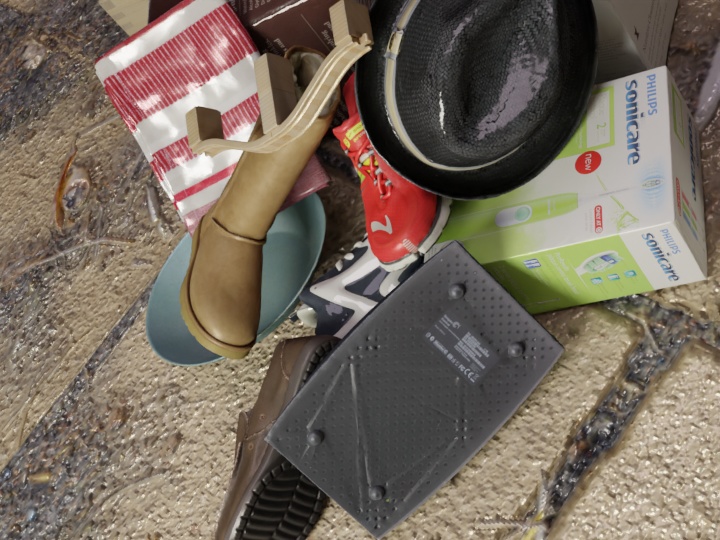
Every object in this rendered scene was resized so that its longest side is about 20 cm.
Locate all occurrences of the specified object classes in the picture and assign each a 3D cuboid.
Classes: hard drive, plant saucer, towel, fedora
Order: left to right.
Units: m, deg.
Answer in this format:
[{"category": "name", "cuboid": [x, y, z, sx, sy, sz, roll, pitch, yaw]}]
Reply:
[{"category": "towel", "cuboid": [-0.132, -0.131, 1.184, 0.144, 0.200, 0.023, -28, 5, 21]}, {"category": "plant saucer", "cuboid": [-0.103, 0.009, 1.200, 0.201, 0.039, 0.201, -25, 42, 24]}, {"category": "hard drive", "cuboid": [0.038, 0.086, 0.999, 0.200, 0.135, 0.042, -46, 15, 2]}, {"category": "fedora", "cuboid": [0.093, -0.146, 0.957, 0.201, 0.201, 0.092, -44, 14, 0]}]

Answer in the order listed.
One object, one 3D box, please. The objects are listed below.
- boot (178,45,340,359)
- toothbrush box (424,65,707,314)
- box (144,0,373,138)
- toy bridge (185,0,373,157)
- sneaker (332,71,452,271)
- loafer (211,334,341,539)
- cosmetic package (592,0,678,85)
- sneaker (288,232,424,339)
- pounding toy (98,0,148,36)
[{"category": "boot", "cuboid": [-0.079, -0.055, 1.076, 0.200, 0.066, 0.175, -56, 31, 34]}, {"category": "toothbrush box", "cuboid": [0.157, -0.054, 1.045, 0.199, 0.086, 0.146, -12, 54, 26]}, {"category": "box", "cuboid": [-0.074, -0.229, 1.271, 0.199, 0.166, 0.165, -20, 50, 21]}, {"category": "toy bridge", "cuboid": [-0.061, -0.129, 1.010, 0.200, 0.027, 0.067, -27, 63, 41]}, {"category": "sneaker", "cuboid": [0.014, -0.082, 1.048, 0.077, 0.085, 0.200, -36, 39, 26]}, {"category": "loafer", "cuboid": [-0.064, 0.141, 1.056, 0.071, 0.073, 0.201, 20, 86, 52]}, {"category": "cosmetic package", "cuboid": [0.179, -0.239, 1.080, 0.081, 0.200, 0.113, -4, 58, 32]}, {"category": "sneaker", "cuboid": [0.000, 0.000, 1.116, 0.129, 0.080, 0.200, -13, 62, 16]}, {"category": "pounding toy", "cuboid": [-0.179, -0.371, 1.461, 0.199, 0.142, 0.185, -19, 51, 23]}]
